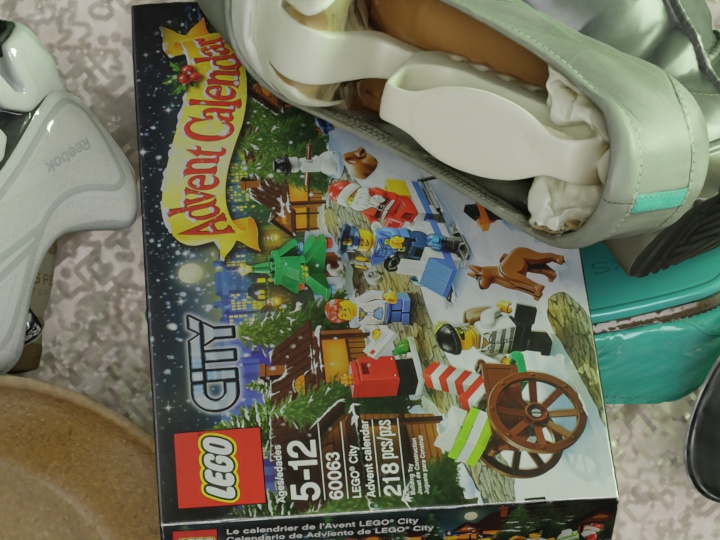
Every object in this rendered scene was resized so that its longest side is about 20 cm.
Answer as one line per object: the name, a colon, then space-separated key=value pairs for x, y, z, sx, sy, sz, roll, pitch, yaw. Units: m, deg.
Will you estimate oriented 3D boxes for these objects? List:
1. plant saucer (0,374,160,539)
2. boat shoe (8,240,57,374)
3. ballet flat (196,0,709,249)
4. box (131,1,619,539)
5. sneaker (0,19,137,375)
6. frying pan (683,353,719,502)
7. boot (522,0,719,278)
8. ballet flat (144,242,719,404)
plant saucer: x=-0.124 y=0.131 z=0.896 sx=0.199 sy=0.035 sz=0.201 roll=0 pitch=90 yaw=-30
boat shoe: x=-0.198 y=-0.013 z=0.960 sx=0.199 sy=0.071 sz=0.065 roll=10 pitch=89 yaw=-15
ballet flat: x=0.012 y=-0.065 z=0.890 sx=0.199 sy=0.064 sz=0.068 roll=27 pitch=117 yaw=29
box: x=0.000 y=0.000 z=0.928 sx=0.136 sy=0.038 sz=0.201 roll=-3 pitch=54 yaw=-5
sneaker: x=-0.148 y=0.019 z=0.905 sx=0.200 sy=0.075 sz=0.081 roll=-48 pitch=113 yaw=-9
frying pan: x=0.160 y=0.006 z=0.949 sx=0.115 sy=0.031 sz=0.191 roll=-19 pitch=138 yaw=-33
boot: x=0.088 y=-0.106 z=0.968 sx=0.200 sy=0.181 sz=0.073 roll=55 pitch=130 yaw=18
ballet flat: x=0.030 y=0.028 z=0.978 sx=0.199 sy=0.068 sz=0.071 roll=-6 pitch=133 yaw=-5
